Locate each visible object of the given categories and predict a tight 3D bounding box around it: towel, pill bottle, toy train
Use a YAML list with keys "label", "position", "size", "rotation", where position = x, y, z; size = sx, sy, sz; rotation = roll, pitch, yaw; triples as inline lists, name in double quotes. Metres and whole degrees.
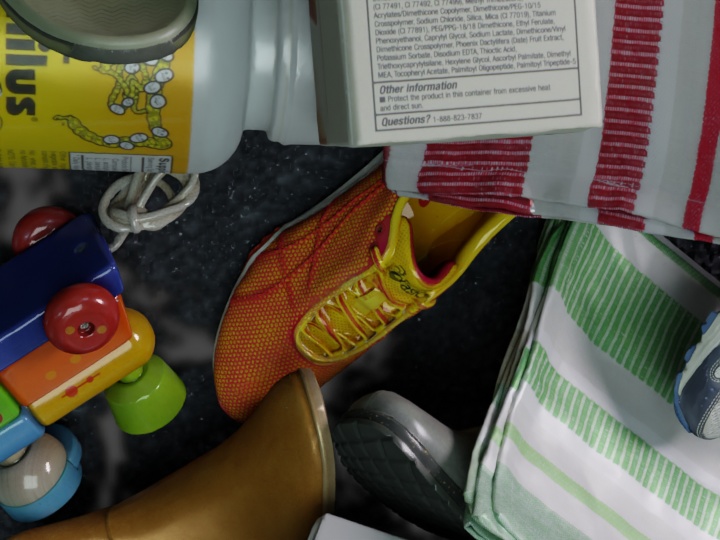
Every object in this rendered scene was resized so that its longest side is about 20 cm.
- label: "towel"
  position: [0.102, -0.089, 0.771]
  size: [0.199, 0.023, 0.145]
  rotation: [10, 103, 25]
- label: "pill bottle"
  position: [-0.107, -0.098, 0.790]
  size: [0.199, 0.113, 0.114]
  rotation: [2, 112, -8]
- label: "towel"
  position: [0.126, 0.068, 0.865]
  size: [0.152, 0.201, 0.023]
  rotation: [36, 142, -21]
- label: "toy train"
  position: [-0.115, 0.029, 0.870]
  size: [0.199, 0.085, 0.116]
  rotation: [-33, 129, -1]

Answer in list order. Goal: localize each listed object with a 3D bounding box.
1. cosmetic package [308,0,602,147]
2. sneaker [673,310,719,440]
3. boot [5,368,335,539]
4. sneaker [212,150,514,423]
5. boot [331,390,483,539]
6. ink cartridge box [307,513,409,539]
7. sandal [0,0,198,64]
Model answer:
- label: "cosmetic package"
  position: [0.029, -0.150, 0.720]
  size: [0.103, 0.087, 0.202]
  rotation: [-4, 95, -10]
- label: "sneaker"
  position: [0.233, 0.026, 0.832]
  size: [0.199, 0.085, 0.077]
  rotation: [-33, 149, 9]
- label: "boot"
  position: [-0.094, 0.123, 0.880]
  size: [0.143, 0.071, 0.202]
  rotation: [-2, 139, -16]
- label: "sneaker"
  position: [0.000, 0.000, 0.867]
  size: [0.073, 0.077, 0.200]
  rotation: [36, 108, -21]
- label: "boot"
  position: [0.076, 0.073, 0.888]
  size: [0.200, 0.067, 0.131]
  rotation: [41, 70, -39]
- label: "ink cartridge box"
  position: [0.063, 0.201, 0.833]
  size: [0.199, 0.085, 0.146]
  rotation: [15, 148, 14]
- label: "sandal"
  position: [-0.112, -0.169, 0.728]
  size: [0.079, 0.202, 0.057]
  rotation: [-8, 158, -12]
